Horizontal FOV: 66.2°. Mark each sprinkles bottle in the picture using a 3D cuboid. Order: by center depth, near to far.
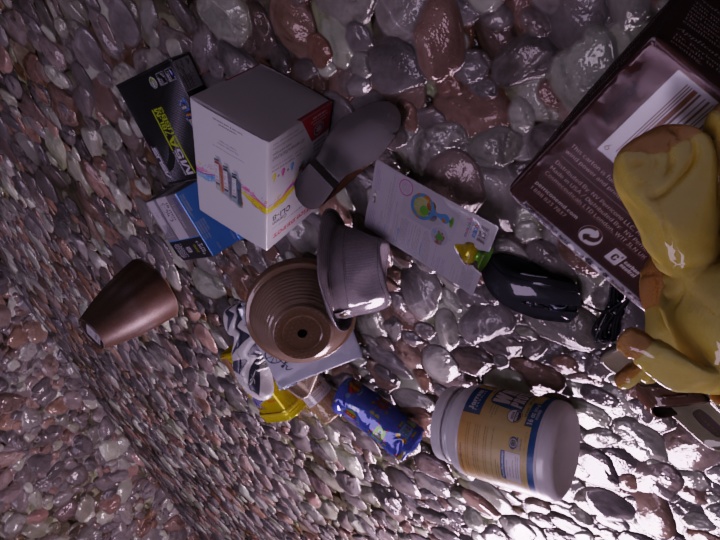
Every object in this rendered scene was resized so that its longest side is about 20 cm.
[{"bbox_3d":[-0.120,0.242,1.216,0.200,0.068,0.068,49,141,-5],"label":"sprinkles bottle"}]

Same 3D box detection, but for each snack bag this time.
[{"bbox_3d":[-0.103,0.115,1.032,0.187,0.021,0.202,-22,114,1],"label":"snack bag"}]

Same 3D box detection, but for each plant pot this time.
[{"bbox_3d":[-0.101,0.086,0.959,0.198,0.093,0.203,-3,113,-7],"label":"plant pot"},{"bbox_3d":[-0.612,0.104,1.428,0.186,0.200,0.188,23,136,24],"label":"plant pot"}]

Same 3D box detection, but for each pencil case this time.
[{"bbox_3d":[0.030,0.303,1.124,0.199,0.078,0.087,33,110,16],"label":"pencil case"}]

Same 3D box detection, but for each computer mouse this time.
[{"bbox_3d":[0.248,0.018,0.713,0.199,0.046,0.141,27,139,22],"label":"computer mouse"}]

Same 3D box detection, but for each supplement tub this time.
[{"bbox_3d":[0.224,0.260,0.864,0.198,0.145,0.146,4,126,39],"label":"supplement tub"}]

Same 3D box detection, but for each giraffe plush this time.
[{"bbox_3d":[0.234,0.018,0.346,0.171,0.202,0.162,10,165,20],"label":"giraffe plush"}]

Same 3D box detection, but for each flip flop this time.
[{"bbox_3d":[0.394,0.165,0.699,0.200,0.058,0.081,43,141,4],"label":"flip flop"}]

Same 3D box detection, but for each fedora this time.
[{"bbox_3d":[0.000,0.000,0.846,0.089,0.178,0.201,-2,144,9],"label":"fedora"}]

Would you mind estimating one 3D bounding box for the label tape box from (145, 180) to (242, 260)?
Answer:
[{"bbox_3d":[-0.329,-0.102,1.108,0.199,0.063,0.145,-5,120,44],"label":"label tape box"}]

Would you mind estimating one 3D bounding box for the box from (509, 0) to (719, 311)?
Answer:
[{"bbox_3d":[0.266,-0.108,0.466,0.166,0.200,0.164,42,141,5],"label":"box"}]

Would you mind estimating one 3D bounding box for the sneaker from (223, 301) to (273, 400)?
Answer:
[{"bbox_3d":[-0.186,0.152,1.082,0.129,0.079,0.201,-18,83,37],"label":"sneaker"}]

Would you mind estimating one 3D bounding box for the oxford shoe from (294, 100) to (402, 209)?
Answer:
[{"bbox_3d":[-0.013,-0.167,0.777,0.199,0.071,0.072,-36,91,35],"label":"oxford shoe"}]

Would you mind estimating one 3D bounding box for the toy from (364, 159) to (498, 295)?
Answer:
[{"bbox_3d":[0.098,-0.067,0.767,0.199,0.047,0.116,37,136,28],"label":"toy"}]

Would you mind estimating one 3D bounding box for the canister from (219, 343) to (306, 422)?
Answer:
[{"bbox_3d":[-0.230,0.255,1.312,0.148,0.087,0.201,-21,106,48],"label":"canister"}]

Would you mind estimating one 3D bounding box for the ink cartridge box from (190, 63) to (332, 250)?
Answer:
[{"bbox_3d":[-0.147,-0.167,0.826,0.144,0.145,0.201,31,140,16],"label":"ink cartridge box"}]

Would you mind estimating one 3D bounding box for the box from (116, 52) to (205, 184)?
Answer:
[{"bbox_3d":[-0.325,-0.260,0.983,0.192,0.048,0.202,-1,122,39],"label":"box"}]

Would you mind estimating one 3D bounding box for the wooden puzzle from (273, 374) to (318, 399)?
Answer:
[{"bbox_3d":[-0.143,0.133,1.129,0.184,0.046,0.201,31,113,17],"label":"wooden puzzle"}]
